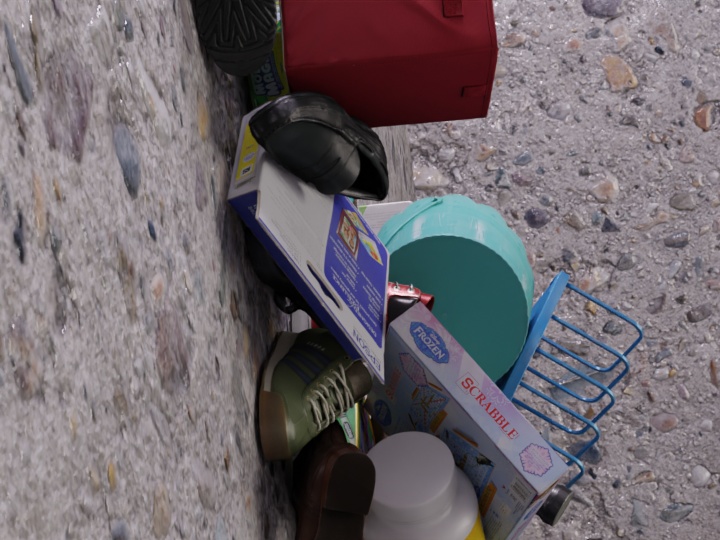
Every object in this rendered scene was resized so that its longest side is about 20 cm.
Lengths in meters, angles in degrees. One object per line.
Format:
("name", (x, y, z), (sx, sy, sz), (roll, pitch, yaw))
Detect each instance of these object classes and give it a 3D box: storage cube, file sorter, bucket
("storage cube", (0.020, -0.230, 1.277), (0.200, 0.178, 0.173), (87, -2, -78))
("file sorter", (0.213, 0.134, 1.615), (0.201, 0.122, 0.139), (-60, 180, -30))
("bucket", (0.091, 0.031, 1.561), (0.135, 0.205, 0.209), (-69, 151, -75))

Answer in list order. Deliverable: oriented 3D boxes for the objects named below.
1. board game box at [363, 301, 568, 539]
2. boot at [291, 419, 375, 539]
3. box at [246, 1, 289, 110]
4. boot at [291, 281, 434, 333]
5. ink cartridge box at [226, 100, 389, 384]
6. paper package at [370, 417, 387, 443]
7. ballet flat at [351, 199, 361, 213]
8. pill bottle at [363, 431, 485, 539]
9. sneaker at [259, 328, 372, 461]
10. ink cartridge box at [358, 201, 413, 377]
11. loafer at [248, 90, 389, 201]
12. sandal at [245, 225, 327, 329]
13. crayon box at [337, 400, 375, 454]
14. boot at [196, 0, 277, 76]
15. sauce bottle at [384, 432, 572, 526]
("board game box", (0.091, 0.152, 1.347), (0.200, 0.041, 0.200), (48, -23, 16))
("boot", (-0.040, 0.226, 1.254), (0.200, 0.064, 0.188), (-172, -78, -79))
("box", (-0.079, -0.189, 1.414), (0.200, 0.048, 0.118), (-75, 157, -68))
("boot", (0.000, 0.000, 1.471), (0.072, 0.143, 0.202), (60, 23, -69))
("ink cartridge box", (-0.043, -0.021, 1.270), (0.198, 0.047, 0.201), (54, 24, -27))
("paper package", (0.053, 0.257, 1.566), (0.201, 0.103, 0.192), (-94, -164, -55))
("ballet flat", (-0.031, -0.044, 1.613), (0.201, 0.071, 0.072), (-87, 168, -50))
("pill bottle", (0.058, 0.244, 1.338), (0.113, 0.111, 0.201), (-90, 170, -46))
("sneaker", (-0.035, 0.100, 1.287), (0.200, 0.089, 0.068), (-79, 162, -69))
("ink cartridge box", (0.017, 0.028, 1.700), (0.067, 0.116, 0.202), (54, 32, -80))
("loafer", (-0.027, -0.102, 1.246), (0.200, 0.068, 0.071), (16, 44, -63))
("sandal", (-0.067, 0.003, 1.346), (0.200, 0.043, 0.077), (46, 31, -60))
("crayon box", (-0.020, 0.209, 1.433), (0.201, 0.058, 0.119), (-90, 170, -46))
("boot", (-0.105, -0.272, 1.242), (0.200, 0.065, 0.166), (-93, 175, -67))
("sauce bottle", (0.119, 0.189, 1.466), (0.066, 0.199, 0.066), (-50, 161, -24))
